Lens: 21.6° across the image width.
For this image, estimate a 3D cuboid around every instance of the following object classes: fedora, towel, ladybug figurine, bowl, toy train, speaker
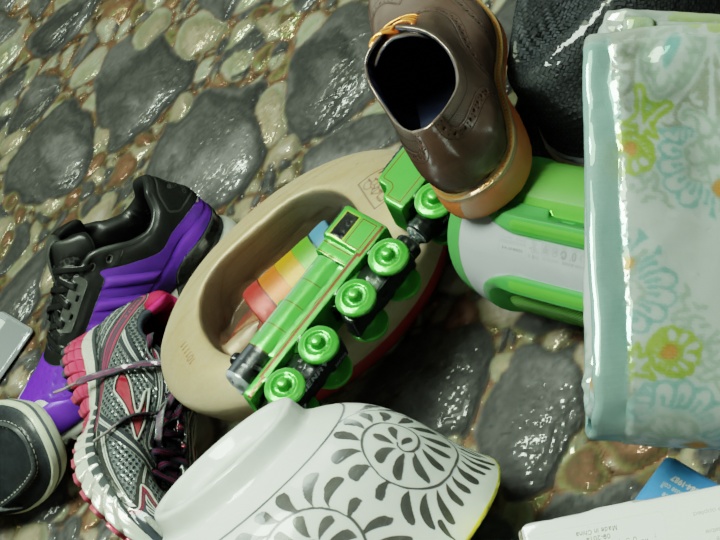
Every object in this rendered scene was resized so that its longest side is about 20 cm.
[{"bbox_3d":[0.141,-0.136,1.035,0.201,0.092,0.201,-28,40,27],"label":"fedora"},{"bbox_3d":[0.181,-0.019,0.814,0.171,0.048,0.200,2,70,2],"label":"towel"},{"bbox_3d":[-0.023,0.014,1.084,0.200,0.072,0.136,-39,45,7],"label":"ladybug figurine"},{"bbox_3d":[-0.038,0.125,0.916,0.201,0.094,0.201,-40,8,7],"label":"bowl"},{"bbox_3d":[0.000,0.000,1.004,0.056,0.042,0.200,30,72,29],"label":"toy train"},{"bbox_3d":[0.133,-0.007,0.934,0.200,0.088,0.088,15,70,52],"label":"speaker"}]

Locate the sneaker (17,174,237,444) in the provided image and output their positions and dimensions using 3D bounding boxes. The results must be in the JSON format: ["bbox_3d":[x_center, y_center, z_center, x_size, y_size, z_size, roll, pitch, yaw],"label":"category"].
[{"bbox_3d":[-0.176,0.019,1.224,0.200,0.100,0.070,-50,34,-2],"label":"sneaker"}]

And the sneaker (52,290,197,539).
[{"bbox_3d":[-0.126,0.090,1.113,0.075,0.081,0.200,-39,44,16],"label":"sneaker"}]

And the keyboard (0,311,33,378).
[{"bbox_3d":[-0.305,0.117,1.353,0.056,0.011,0.200,24,77,48],"label":"keyboard"}]

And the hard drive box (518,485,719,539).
[{"bbox_3d":[0.152,0.179,0.669,0.156,0.077,0.200,-13,64,16],"label":"hard drive box"}]

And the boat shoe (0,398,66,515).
[{"bbox_3d":[-0.263,0.135,1.223,0.200,0.075,0.062,-20,6,41],"label":"boat shoe"}]

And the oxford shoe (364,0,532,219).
[{"bbox_3d":[0.036,-0.116,0.996,0.071,0.073,0.200,-35,40,13],"label":"oxford shoe"}]

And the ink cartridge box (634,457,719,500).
[{"bbox_3d":[0.122,0.192,0.779,0.200,0.067,0.116,-53,37,-5],"label":"ink cartridge box"}]
